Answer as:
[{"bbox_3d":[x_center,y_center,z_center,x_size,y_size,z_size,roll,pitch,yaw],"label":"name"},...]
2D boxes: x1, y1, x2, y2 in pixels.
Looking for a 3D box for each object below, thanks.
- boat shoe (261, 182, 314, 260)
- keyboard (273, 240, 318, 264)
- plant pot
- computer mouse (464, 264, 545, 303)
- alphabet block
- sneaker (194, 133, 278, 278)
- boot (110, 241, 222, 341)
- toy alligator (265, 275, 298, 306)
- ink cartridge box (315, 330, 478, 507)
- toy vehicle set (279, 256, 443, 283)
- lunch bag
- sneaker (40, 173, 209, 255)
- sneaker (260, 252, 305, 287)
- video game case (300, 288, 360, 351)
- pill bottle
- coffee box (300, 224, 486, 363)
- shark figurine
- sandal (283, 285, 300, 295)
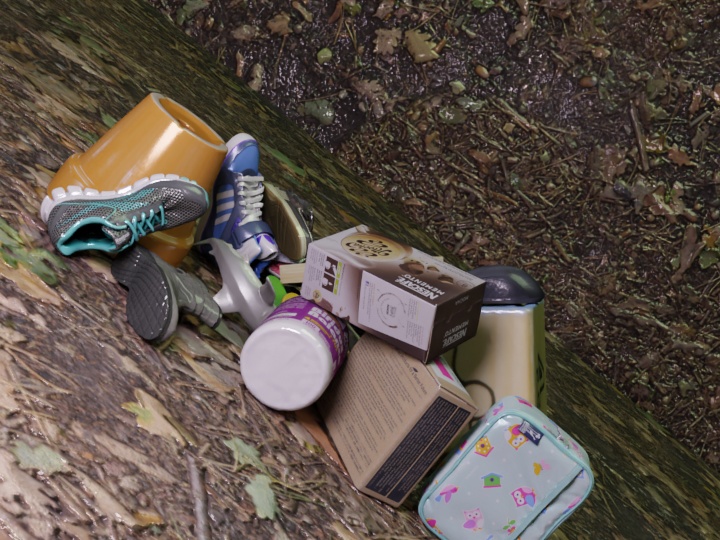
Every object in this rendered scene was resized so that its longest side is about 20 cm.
[{"bbox_3d":[-0.099,-0.078,1.682,0.066,0.072,0.201,-5,28,-22],"label":"boat shoe"},{"bbox_3d":[-0.142,-0.037,1.727,0.200,0.056,0.011,11,-46,44],"label":"keyboard"},{"bbox_3d":[-0.276,-0.124,1.501,0.200,0.183,0.200,37,11,-8],"label":"plant pot"},{"bbox_3d":[0.157,0.019,1.595,0.199,0.053,0.138,-1,2,2],"label":"computer mouse"},{"bbox_3d":[0.164,0.145,1.628,0.195,0.201,0.196,0,3,16],"label":"alphabet block"},{"bbox_3d":[-0.156,-0.082,1.661,0.146,0.201,0.080,32,19,33],"label":"sneaker"},{"bbox_3d":[-0.214,0.036,1.361,0.130,0.068,0.200,29,13,-33],"label":"boot"},{"bbox_3d":[-0.077,0.093,1.635,0.200,0.054,0.059,46,-15,-3],"label":"toy alligator"},{"bbox_3d":[0.039,0.165,1.417,0.075,0.165,0.200,32,14,-30],"label":"ink cartridge box"},{"bbox_3d":[0.000,0.000,1.597,0.200,0.027,0.124,-4,-2,41],"label":"toy vehicle set"},{"bbox_3d":[0.181,0.264,1.389,0.160,0.200,0.077,41,13,0],"label":"lunch bag"},{"bbox_3d":[-0.277,-0.056,1.358,0.091,0.199,0.078,-109,-169,-49],"label":"sneaker"},{"bbox_3d":[-0.114,-0.012,1.757,0.200,0.080,0.075,30,-32,61],"label":"sneaker"},{"bbox_3d":[-0.011,0.104,1.682,0.200,0.023,0.182,49,-1,5],"label":"video game case"},{"bbox_3d":[-0.074,0.094,1.438,0.112,0.112,0.200,39,16,-1],"label":"pill bottle"},{"bbox_3d":[0.040,0.024,1.409,0.200,0.080,0.113,27,30,32],"label":"coffee box"},{"bbox_3d":[-0.182,0.018,1.542,0.215,0.089,0.128,52,-18,23],"label":"shark figurine"},{"bbox_3d":[-0.091,0.060,1.717,0.200,0.048,0.075,33,12,-30],"label":"sandal"}]
